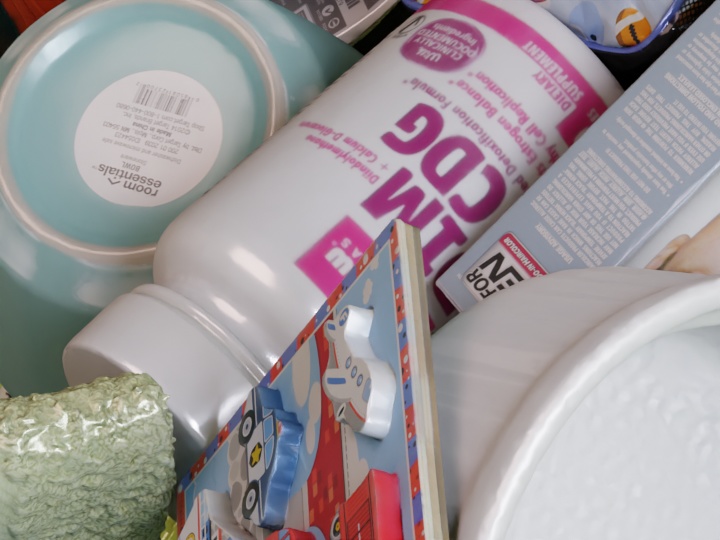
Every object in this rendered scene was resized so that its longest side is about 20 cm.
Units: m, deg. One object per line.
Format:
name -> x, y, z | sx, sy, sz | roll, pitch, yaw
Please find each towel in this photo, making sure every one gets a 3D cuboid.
towel -> -0.133, 0.098, 0.951 | 0.148, 0.200, 0.037 | -13, 64, -16

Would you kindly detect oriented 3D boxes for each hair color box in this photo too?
hair color box -> 0.133, -0.028, 0.931 | 0.200, 0.099, 0.061 | -45, 40, 6

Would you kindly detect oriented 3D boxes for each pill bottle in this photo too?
pill bottle -> 0.000, 0.000, 0.994 | 0.200, 0.113, 0.113 | -42, 35, -21

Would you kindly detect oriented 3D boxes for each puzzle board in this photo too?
puzzle board -> -0.019, 0.104, 0.812 | 0.151, 0.017, 0.200 | -50, 32, 41

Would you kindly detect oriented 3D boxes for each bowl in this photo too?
bowl -> -0.075, -0.036, 1.105 | 0.200, 0.105, 0.201 | -5, 65, 10

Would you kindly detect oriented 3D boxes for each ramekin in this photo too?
ramekin -> 0.085, 0.093, 0.847 | 0.098, 0.200, 0.201 | 15, 69, 56

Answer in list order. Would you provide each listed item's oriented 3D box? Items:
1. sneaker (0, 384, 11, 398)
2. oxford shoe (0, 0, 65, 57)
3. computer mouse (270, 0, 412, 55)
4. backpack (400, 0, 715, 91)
sneaker -> -0.115, 0.020, 1.190 | 0.072, 0.072, 0.200 | 19, 74, 47
oxford shoe -> -0.109, -0.177, 1.351 | 0.200, 0.071, 0.073 | -29, 31, 16
computer mouse -> 0.041, -0.141, 1.203 | 0.200, 0.044, 0.110 | -32, 46, 11
backpack -> 0.119, -0.148, 1.052 | 0.191, 0.154, 0.200 | -49, 39, -16
